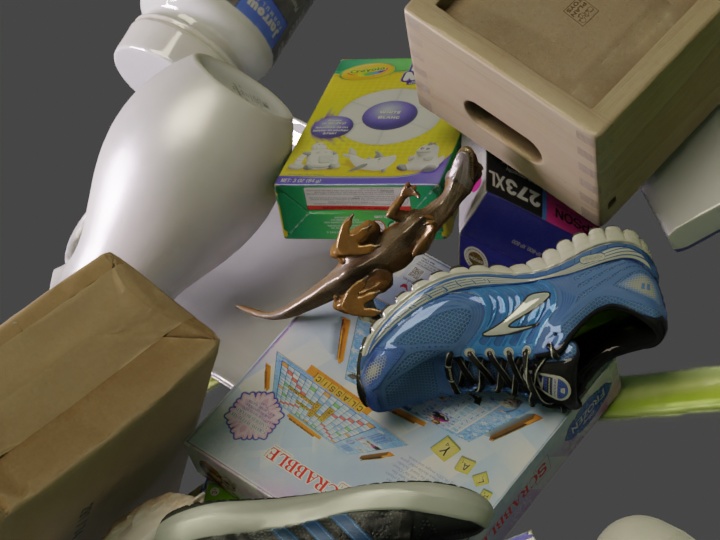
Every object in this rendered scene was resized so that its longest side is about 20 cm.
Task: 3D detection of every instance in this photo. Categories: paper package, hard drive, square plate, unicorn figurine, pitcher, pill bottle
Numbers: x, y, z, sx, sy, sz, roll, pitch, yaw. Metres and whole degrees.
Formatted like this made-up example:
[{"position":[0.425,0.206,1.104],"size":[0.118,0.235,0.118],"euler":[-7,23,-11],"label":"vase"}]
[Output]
[{"position":[-0.193,0.114,1.367],"size":[0.103,0.200,0.190],"euler":[42,56,16],"label":"paper package"},{"position":[0.223,-0.115,1.438],"size":[0.131,0.025,0.201],"euler":[-28,47,6],"label":"hard drive"},{"position":[-0.055,-0.006,1.545],"size":[0.198,0.028,0.200],"euler":[26,71,39],"label":"square plate"},{"position":[-0.158,0.208,1.339],"size":[0.199,0.074,0.138],"euler":[-28,30,38],"label":"unicorn figurine"},{"position":[-0.138,-0.053,1.518],"size":[0.201,0.121,0.172],"euler":[-56,29,14],"label":"pitcher"},{"position":[-0.095,-0.213,1.664],"size":[0.113,0.114,0.201],"euler":[16,65,35],"label":"pill bottle"}]

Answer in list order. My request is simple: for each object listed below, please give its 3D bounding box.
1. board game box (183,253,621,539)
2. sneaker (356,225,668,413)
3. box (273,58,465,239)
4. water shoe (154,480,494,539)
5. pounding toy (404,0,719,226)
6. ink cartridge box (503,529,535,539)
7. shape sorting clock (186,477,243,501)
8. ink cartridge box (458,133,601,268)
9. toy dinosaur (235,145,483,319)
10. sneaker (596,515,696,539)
[{"position":[0.027,0.092,1.390],"size":[0.199,0.041,0.200],"euler":[30,66,30],"label":"board game box"},{"position":[0.093,0.043,1.334],"size":[0.199,0.079,0.089],"euler":[-20,50,-3],"label":"sneaker"},{"position":[0.025,-0.092,1.511],"size":[0.117,0.049,0.200],"euler":[0,31,17],"label":"box"},{"position":[-0.019,0.170,1.284],"size":[0.199,0.072,0.079],"euler":[-7,74,6],"label":"water shoe"},{"position":[0.134,-0.155,1.414],"size":[0.200,0.142,0.184],"euler":[36,69,26],"label":"pounding toy"},{"position":[0.085,0.256,1.247],"size":[0.099,0.039,0.201],"euler":[-21,61,12],"label":"ink cartridge box"},{"position":[-0.051,0.201,1.378],"size":[0.199,0.039,0.201],"euler":[-6,52,8],"label":"shape sorting clock"},{"position":[0.111,-0.064,1.451],"size":[0.037,0.094,0.201],"euler":[-42,32,43],"label":"ink cartridge box"},{"position":[0.000,0.000,1.389],"size":[0.199,0.106,0.061],"euler":[-33,89,15],"label":"toy dinosaur"},{"position":[0.185,0.198,1.232],"size":[0.073,0.085,0.200],"euler":[-35,46,1],"label":"sneaker"}]
